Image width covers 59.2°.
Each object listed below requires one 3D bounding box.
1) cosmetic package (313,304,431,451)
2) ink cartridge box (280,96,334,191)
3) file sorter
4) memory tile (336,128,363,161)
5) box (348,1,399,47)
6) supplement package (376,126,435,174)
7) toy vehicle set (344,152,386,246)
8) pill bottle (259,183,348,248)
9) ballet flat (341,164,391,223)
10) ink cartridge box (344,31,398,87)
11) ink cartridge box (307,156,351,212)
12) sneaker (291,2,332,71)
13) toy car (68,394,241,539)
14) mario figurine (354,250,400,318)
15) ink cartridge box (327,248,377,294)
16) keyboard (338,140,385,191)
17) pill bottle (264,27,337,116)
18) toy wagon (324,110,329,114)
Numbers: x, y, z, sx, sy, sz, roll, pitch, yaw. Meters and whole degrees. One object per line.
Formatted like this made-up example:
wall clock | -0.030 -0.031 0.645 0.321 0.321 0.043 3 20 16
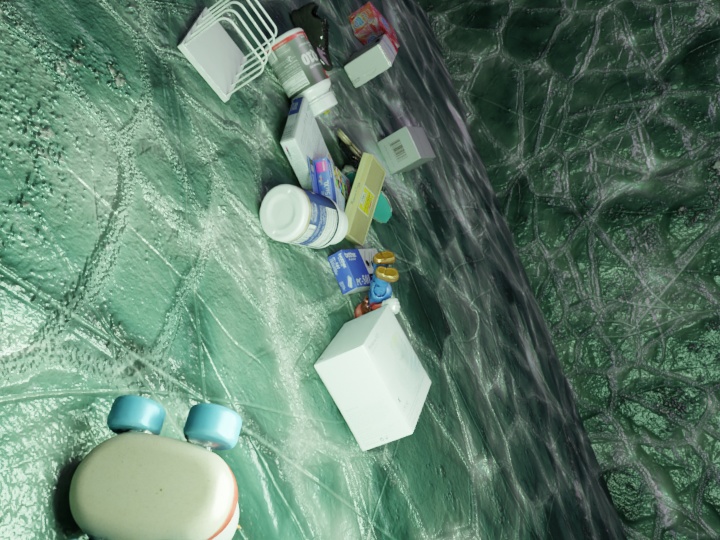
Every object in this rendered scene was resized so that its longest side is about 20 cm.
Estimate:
cosmetic package | 0.032 0.208 1.270 0.201 0.122 0.199 59 24 -9
ink cartridge box | -0.121 -0.274 1.494 0.198 0.043 0.201 -85 158 -49
file sorter | -0.262 -0.478 1.312 0.139 0.124 0.201 49 28 -32
memory tile | -0.007 -0.316 1.714 0.153 0.017 0.200 48 6 -4
box | 0.053 -0.908 2.408 0.199 0.102 0.096 20 49 -57
supplement package | 0.156 -0.402 2.115 0.118 0.116 0.200 64 24 0
toy vehicle set | 0.007 -0.168 1.528 0.124 0.026 0.202 34 73 -70
pill bottle | -0.106 -0.105 1.294 0.199 0.110 0.112 9 59 -63
ballet flat | 0.016 -0.213 1.711 0.200 0.071 0.072 47 29 -33
ink cartridge box | 0.038 -0.711 2.129 0.086 0.147 0.201 55 25 -20
ink cartridge box | -0.065 -0.185 1.482 0.200 0.041 0.121 27 52 -68
sneaker | -0.124 -0.678 1.833 0.202 0.090 0.076 63 22 -7
toy car | -0.211 0.271 0.721 0.201 0.174 0.186 81 16 -56
mario figurine | 0.056 0.054 1.399 0.105 0.201 0.124 27 47 15
ink cartridge box | 0.000 0.000 1.496 0.200 0.044 0.095 -8 73 -65
keyboard | -0.010 -0.284 1.669 0.127 0.021 0.200 41 9 -46
pill bottle | -0.144 -0.482 1.573 0.201 0.113 0.114 60 24 -11
toy wagon | -0.135 -0.517 1.718 0.200 0.039 0.156 51 28 -29
